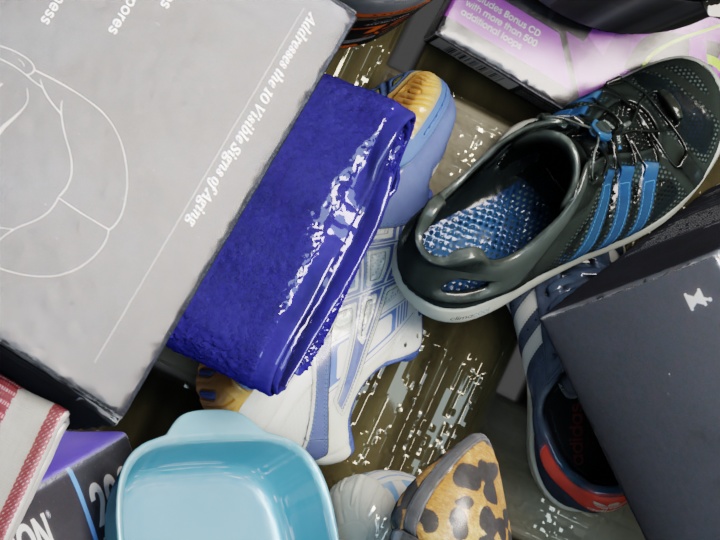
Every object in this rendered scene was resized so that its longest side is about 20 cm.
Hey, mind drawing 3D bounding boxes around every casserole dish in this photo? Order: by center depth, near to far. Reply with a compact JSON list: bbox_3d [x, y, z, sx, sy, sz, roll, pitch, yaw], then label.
[{"bbox_3d":[-0.062,0.166,0.941,0.121,0.039,0.201,1,72,-38],"label":"casserole dish"}]

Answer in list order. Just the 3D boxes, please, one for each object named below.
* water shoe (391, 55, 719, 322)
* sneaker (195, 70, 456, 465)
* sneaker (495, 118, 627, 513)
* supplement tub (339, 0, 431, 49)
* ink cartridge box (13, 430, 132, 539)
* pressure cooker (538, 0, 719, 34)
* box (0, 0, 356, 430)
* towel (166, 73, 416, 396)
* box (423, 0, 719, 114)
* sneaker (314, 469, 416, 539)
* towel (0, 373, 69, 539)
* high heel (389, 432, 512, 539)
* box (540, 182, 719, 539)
[{"bbox_3d":[0.105,-0.044,0.964,0.200,0.079,0.072,-36,78,-19],"label":"water shoe"},{"bbox_3d":[0.000,0.000,1.010,0.088,0.075,0.201,32,87,-25],"label":"sneaker"},{"bbox_3d":[0.110,0.022,1.012,0.074,0.084,0.201,-12,92,-10],"label":"sneaker"},{"bbox_3d":[-0.008,-0.168,0.930,0.122,0.200,0.123,0,88,-11],"label":"supplement tub"},{"bbox_3d":[-0.144,0.140,0.915,0.043,0.198,0.201,-17,93,17],"label":"ink cartridge box"},{"bbox_3d":[0.147,-0.199,0.925,0.175,0.200,0.180,7,88,-8],"label":"pressure cooker"},{"bbox_3d":[-0.142,-0.070,0.840,0.196,0.124,0.201,34,75,-13],"label":"box"},{"bbox_3d":[-0.086,-0.043,0.964,0.199,0.050,0.148,25,81,18],"label":"towel"},{"bbox_3d":[0.141,-0.170,1.042,0.142,0.036,0.201,29,84,-9],"label":"box"},{"bbox_3d":[0.000,0.197,1.006,0.072,0.072,0.201,9,98,-43],"label":"sneaker"},{"bbox_3d":[-0.230,0.079,0.809,0.199,0.023,0.145,24,83,9],"label":"towel"},{"bbox_3d":[0.077,0.162,0.980,0.200,0.071,0.143,24,86,-49],"label":"high heel"},{"bbox_3d":[0.197,0.038,0.968,0.200,0.104,0.149,-30,96,-50],"label":"box"}]
